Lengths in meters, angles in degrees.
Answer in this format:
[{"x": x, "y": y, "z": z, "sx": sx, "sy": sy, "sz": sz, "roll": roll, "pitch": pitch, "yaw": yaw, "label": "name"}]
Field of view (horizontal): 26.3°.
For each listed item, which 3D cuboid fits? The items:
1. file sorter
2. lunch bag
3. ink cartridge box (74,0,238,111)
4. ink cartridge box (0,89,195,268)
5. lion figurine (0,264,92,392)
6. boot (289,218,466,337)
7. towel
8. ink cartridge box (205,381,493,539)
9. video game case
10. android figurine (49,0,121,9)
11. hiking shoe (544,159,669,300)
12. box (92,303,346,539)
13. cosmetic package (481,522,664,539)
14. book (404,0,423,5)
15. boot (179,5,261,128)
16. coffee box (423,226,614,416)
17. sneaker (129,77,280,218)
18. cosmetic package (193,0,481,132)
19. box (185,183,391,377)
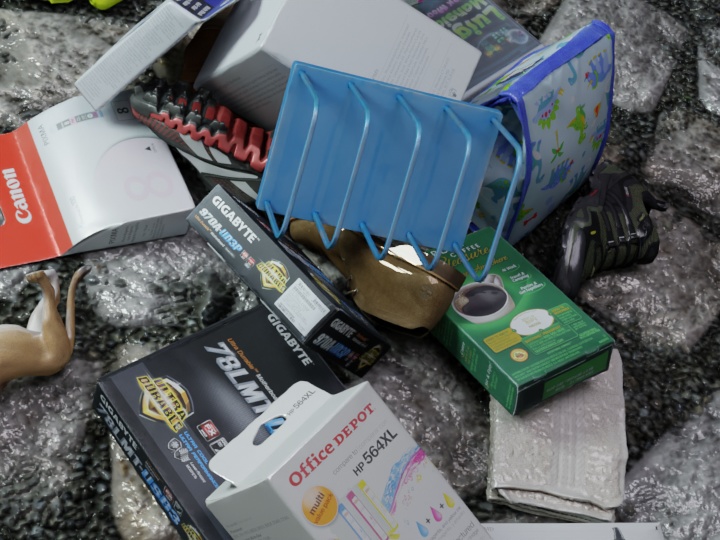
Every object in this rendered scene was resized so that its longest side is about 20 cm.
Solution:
[{"x": 0.026, "y": -0.083, "z": 1.356, "sx": 0.199, "sy": 0.139, "sz": 0.123, "roll": 12, "pitch": 18, "yaw": -14, "label": "file sorter"}, {"x": 0.174, "y": -0.145, "z": 1.568, "sx": 0.127, "sy": 0.200, "sz": 0.170, "roll": 39, "pitch": 53, "yaw": 15, "label": "lunch bag"}, {"x": -0.170, "y": -0.257, "z": 1.522, "sx": 0.041, "sy": 0.200, "sz": 0.200, "roll": 51, "pitch": 28, "yaw": -13, "label": "ink cartridge box"}, {"x": -0.279, "y": -0.092, "z": 1.486, "sx": 0.199, "sy": 0.057, "sz": 0.163, "roll": -9, "pitch": 57, "yaw": -29, "label": "ink cartridge box"}, {"x": -0.307, "y": 0.070, "z": 1.335, "sx": 0.199, "sy": 0.072, "sz": 0.123, "roll": -17, "pitch": 93, "yaw": -35, "label": "lion figurine"}, {"x": 0.000, "y": 0.000, "z": 1.471, "sx": 0.199, "sy": 0.074, "sz": 0.076, "roll": 24, "pitch": 84, "yaw": 33, "label": "boot"}, {"x": 0.184, "y": 0.143, "z": 1.457, "sx": 0.132, "sy": 0.035, "sz": 0.201, "roll": 12, "pitch": 51, "yaw": -9, "label": "towel"}, {"x": -0.017, "y": 0.195, "z": 1.249, "sx": 0.128, "sy": 0.125, "sz": 0.200, "roll": -42, "pitch": 97, "yaw": -32, "label": "ink cartridge box"}, {"x": 0.083, "y": -0.265, "z": 1.747, "sx": 0.182, "sy": 0.023, "sz": 0.200, "roll": 44, "pitch": 53, "yaw": 17, "label": "video game case"}, {"x": -0.319, "y": -0.354, "z": 1.679, "sx": 0.182, "sy": 0.041, "sz": 0.200, "roll": 40, "pitch": 52, "yaw": 14, "label": "android figurine"}, {"x": 0.259, "y": -0.034, "z": 1.589, "sx": 0.100, "sy": 0.076, "sz": 0.200, "roll": 26, "pitch": 49, "yaw": 8, "label": "hiking shoe"}, {"x": -0.102, "y": 0.141, "z": 1.362, "sx": 0.198, "sy": 0.050, "sz": 0.200, "roll": -25, "pitch": 65, "yaw": -30, "label": "box"}, {"x": 0.174, "y": 0.266, "z": 1.348, "sx": 0.199, "sy": 0.051, "sz": 0.083, "roll": 2, "pitch": 52, "yaw": -16, "label": "cosmetic package"}, {"x": -0.015, "y": -0.304, "z": 1.657, "sx": 0.133, "sy": 0.048, "sz": 0.200, "roll": 17, "pitch": 28, "yaw": 27, "label": "book"}, {"x": -0.089, "y": -0.195, "z": 1.606, "sx": 0.199, "sy": 0.077, "sz": 0.156, "roll": 20, "pitch": 52, "yaw": -5, "label": "boot"}, {"x": 0.134, "y": 0.044, "z": 1.478, "sx": 0.123, "sy": 0.044, "sz": 0.200, "roll": -23, "pitch": 47, "yaw": -27, "label": "coffee box"}, {"x": -0.140, "y": -0.113, "z": 1.505, "sx": 0.200, "sy": 0.098, "sz": 0.071, "roll": 25, "pitch": 33, "yaw": -11, "label": "sneaker"}, {"x": -0.026, "y": -0.194, "z": 1.493, "sx": 0.199, "sy": 0.199, "sz": 0.123, "roll": 29, "pitch": 75, "yaw": -20, "label": "cosmetic package"}, {"x": -0.060, "y": 0.014, "z": 1.386, "sx": 0.046, "sy": 0.200, "sz": 0.159, "roll": -45, "pitch": 71, "yaw": 2, "label": "box"}]
